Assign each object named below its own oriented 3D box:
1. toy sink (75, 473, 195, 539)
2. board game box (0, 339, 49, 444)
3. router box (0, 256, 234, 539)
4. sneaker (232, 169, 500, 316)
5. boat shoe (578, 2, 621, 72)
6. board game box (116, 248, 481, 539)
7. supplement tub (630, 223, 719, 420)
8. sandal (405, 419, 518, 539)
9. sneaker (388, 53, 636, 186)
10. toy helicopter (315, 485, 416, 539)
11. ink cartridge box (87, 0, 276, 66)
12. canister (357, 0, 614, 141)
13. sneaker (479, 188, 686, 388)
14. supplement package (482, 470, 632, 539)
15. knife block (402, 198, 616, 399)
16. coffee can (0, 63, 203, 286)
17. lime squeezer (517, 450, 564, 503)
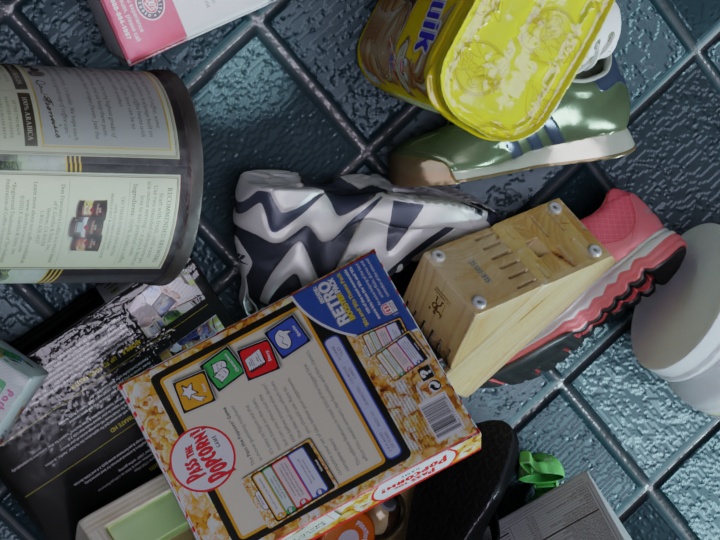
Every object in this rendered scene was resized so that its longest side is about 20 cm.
[{"bbox_3d":[-0.093,0.240,1.213,0.130,0.112,0.200,-27,69,-25],"label":"toy sink"},{"bbox_3d":[-0.334,0.075,1.162,0.200,0.064,0.148,34,91,1],"label":"board game box"},{"bbox_3d":[-0.174,0.092,1.253,0.200,0.051,0.149,-34,111,-7],"label":"router box"},{"bbox_3d":[0.000,0.000,1.276,0.199,0.079,0.130,1,108,-24],"label":"sneaker"},{"bbox_3d":[0.155,-0.175,1.245,0.069,0.071,0.200,32,57,-19],"label":"boat shoe"},{"bbox_3d":[-0.041,0.099,1.180,0.200,0.046,0.152,-27,70,-6],"label":"board game box"},{"bbox_3d":[0.325,0.060,1.349,0.200,0.145,0.145,26,93,-20],"label":"supplement tub"},{"bbox_3d":[0.067,0.204,1.279,0.045,0.075,0.200,36,69,-41],"label":"sandal"},{"bbox_3d":[0.110,-0.119,1.289,0.200,0.067,0.090,-10,103,-21],"label":"sneaker"},{"bbox_3d":[0.030,0.217,1.343,0.132,0.079,0.200,-32,120,-18],"label":"toy helicopter"},{"bbox_3d":[-0.102,-0.246,1.187,0.200,0.083,0.147,-25,107,-10],"label":"ink cartridge box"},{"bbox_3d":[0.079,-0.172,1.195,0.086,0.200,0.149,29,92,-20],"label":"canister"},{"bbox_3d":[0.149,0.014,1.337,0.200,0.074,0.087,-36,70,5],"label":"sneaker"},{"bbox_3d":[0.176,0.299,1.285,0.147,0.200,0.191,-31,130,6],"label":"supplement package"},{"bbox_3d":[0.075,0.049,1.291,0.200,0.064,0.176,-22,151,-33],"label":"knife block"},{"bbox_3d":[-0.221,-0.063,1.137,0.200,0.146,0.147,0,102,-28],"label":"coffee can"},{"bbox_3d":[0.148,0.188,1.365,0.038,0.071,0.200,-16,130,0],"label":"lime squeezer"}]
